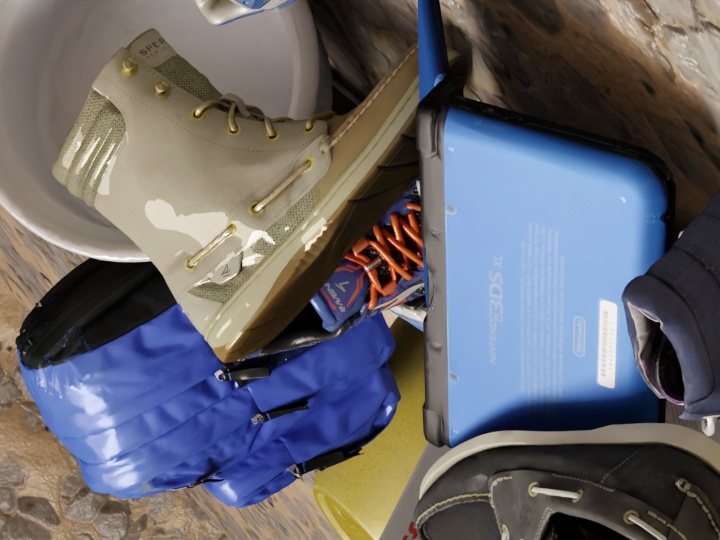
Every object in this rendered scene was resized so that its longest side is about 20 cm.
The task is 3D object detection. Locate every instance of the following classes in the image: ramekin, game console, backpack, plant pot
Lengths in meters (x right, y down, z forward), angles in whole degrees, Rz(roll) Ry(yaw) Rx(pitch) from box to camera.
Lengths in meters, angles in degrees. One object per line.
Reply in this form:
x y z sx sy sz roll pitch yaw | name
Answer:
-0.110 -0.099 1.548 0.200 0.200 0.098 47 -176 13 | ramekin
0.080 -0.018 1.309 0.170 0.118 0.200 17 133 22 | game console
-0.089 0.053 1.650 0.168 0.200 0.163 65 174 -12 | backpack
0.055 0.126 1.748 0.200 0.142 0.200 48 167 14 | plant pot

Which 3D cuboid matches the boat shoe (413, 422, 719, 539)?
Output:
0.085 0.114 1.278 0.072 0.068 0.200 41 151 -25 | boat shoe

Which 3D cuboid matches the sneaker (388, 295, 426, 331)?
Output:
0.076 0.035 1.559 0.200 0.079 0.089 37 160 46 | sneaker

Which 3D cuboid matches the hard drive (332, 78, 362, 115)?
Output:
-0.031 -0.082 1.695 0.200 0.033 0.140 41 165 36 | hard drive

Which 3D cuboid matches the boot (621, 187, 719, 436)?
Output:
0.164 0.039 1.226 0.073 0.090 0.200 40 164 38 | boot

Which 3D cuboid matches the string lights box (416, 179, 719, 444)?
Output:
0.109 0.018 1.379 0.200 0.059 0.103 33 144 54 | string lights box

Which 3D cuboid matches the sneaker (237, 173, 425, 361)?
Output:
0.000 0.000 1.502 0.075 0.200 0.078 55 -157 -13 | sneaker

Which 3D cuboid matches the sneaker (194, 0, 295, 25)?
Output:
-0.036 -0.163 1.370 0.076 0.077 0.200 51 166 4 | sneaker

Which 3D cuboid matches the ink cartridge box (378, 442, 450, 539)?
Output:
0.116 0.152 1.458 0.200 0.147 0.083 22 159 15 | ink cartridge box

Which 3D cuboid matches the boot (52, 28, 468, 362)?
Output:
-0.054 -0.074 1.438 0.155 0.200 0.072 45 -161 15 | boot
